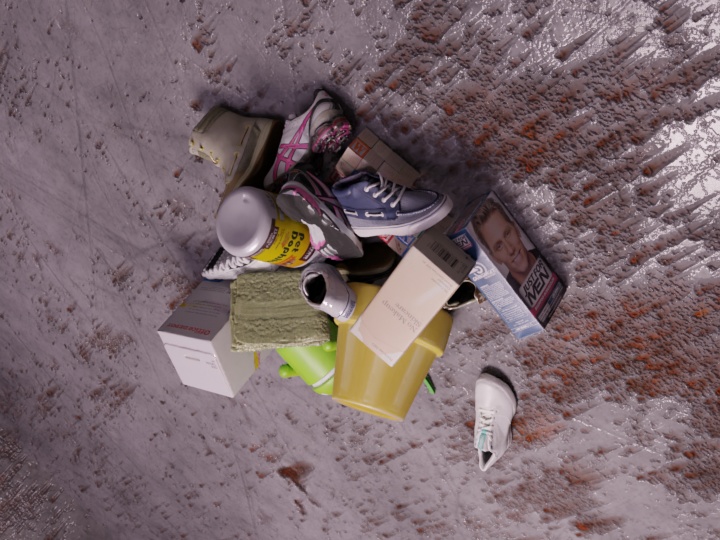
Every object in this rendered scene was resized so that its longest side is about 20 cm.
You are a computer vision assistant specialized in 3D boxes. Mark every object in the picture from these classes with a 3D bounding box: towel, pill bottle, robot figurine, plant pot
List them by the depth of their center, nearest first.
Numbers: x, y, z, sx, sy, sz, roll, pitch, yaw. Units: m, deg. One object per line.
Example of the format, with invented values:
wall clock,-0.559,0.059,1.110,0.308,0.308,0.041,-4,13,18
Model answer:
pill bottle,-0.134,-0.066,1.612,0.107,0.199,0.112,-5,81,33
plant pot,0.038,0.143,1.674,0.197,0.193,0.201,17,168,4
towel,-0.149,0.073,1.831,0.195,0.152,0.037,-6,162,13
robot figurine,-0.083,0.151,1.900,0.200,0.116,0.175,47,132,-10

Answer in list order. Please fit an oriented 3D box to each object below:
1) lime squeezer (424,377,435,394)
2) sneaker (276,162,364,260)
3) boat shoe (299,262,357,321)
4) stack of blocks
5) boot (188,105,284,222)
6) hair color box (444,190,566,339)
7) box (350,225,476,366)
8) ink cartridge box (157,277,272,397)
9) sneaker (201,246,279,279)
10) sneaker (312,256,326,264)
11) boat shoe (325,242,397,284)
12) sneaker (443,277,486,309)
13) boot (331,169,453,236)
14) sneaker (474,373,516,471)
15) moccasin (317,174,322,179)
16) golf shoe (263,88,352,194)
lime squeezer,0.114,0.155,1.805,0.070,0.038,0.202,26,139,17
sneaker,-0.050,-0.096,1.576,0.079,0.088,0.201,-3,144,31
boat shoe,-0.068,0.024,1.667,0.065,0.075,0.199,25,-179,-26
stack of blocks,0.047,-0.115,1.584,0.199,0.059,0.115,41,141,0
boot,-0.226,-0.173,1.659,0.152,0.203,0.072,18,168,27
hair color box,0.220,-0.008,1.511,0.201,0.100,0.060,50,140,-12
box,0.077,0.040,1.496,0.094,0.078,0.201,38,127,5
ink cartridge box,-0.267,0.118,1.952,0.145,0.201,0.147,7,132,34
sneaker,-0.233,-0.007,1.914,0.198,0.076,0.081,-14,126,46
sneaker,-0.085,-0.043,1.751,0.197,0.073,0.072,-5,121,42
boat shoe,0.000,0.000,1.731,0.198,0.073,0.065,-2,132,52
sneaker,0.136,0.026,1.631,0.198,0.076,0.071,-10,121,44
boot,0.041,-0.106,1.490,0.198,0.073,0.091,-8,126,44
sneaker,0.232,0.278,1.783,0.074,0.089,0.203,15,135,30
moccasin,-0.153,-0.157,1.709,0.196,0.080,0.069,-12,106,26
golf shoe,-0.094,-0.200,1.595,0.200,0.072,0.093,-43,68,32
